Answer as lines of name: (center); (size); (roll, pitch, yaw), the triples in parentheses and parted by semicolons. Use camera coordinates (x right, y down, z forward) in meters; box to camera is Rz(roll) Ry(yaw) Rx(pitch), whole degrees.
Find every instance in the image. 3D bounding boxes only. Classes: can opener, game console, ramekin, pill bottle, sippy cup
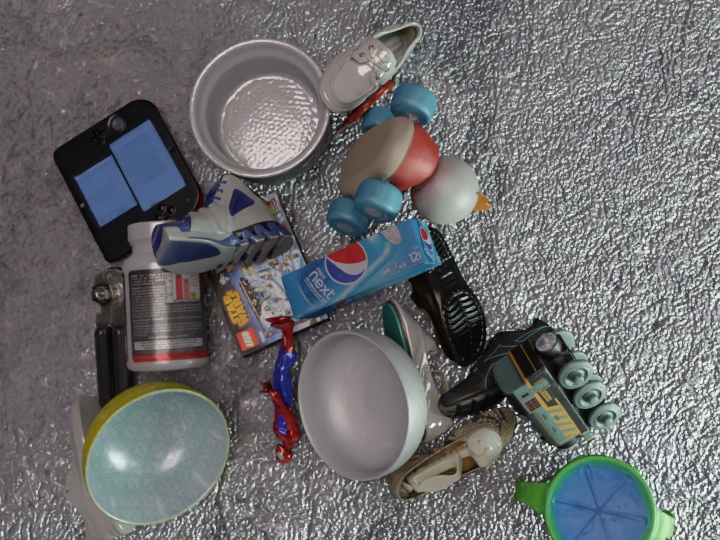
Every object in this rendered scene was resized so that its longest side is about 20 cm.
can opener: (-0.346, 0.095, 1.287); (0.053, 0.067, 0.201); (-1, 94, 10)
game console: (-0.342, -0.136, 1.329); (0.176, 0.031, 0.201); (-30, 79, 0)
ramekin: (-0.136, -0.219, 1.287); (0.199, 0.098, 0.202); (-1, 82, 5)
pill bottle: (-0.269, 0.035, 1.242); (0.115, 0.116, 0.201); (-3, 88, 5)
sippy cup: (0.296, 0.301, 1.148); (0.140, 0.130, 0.178); (-42, 79, -1)

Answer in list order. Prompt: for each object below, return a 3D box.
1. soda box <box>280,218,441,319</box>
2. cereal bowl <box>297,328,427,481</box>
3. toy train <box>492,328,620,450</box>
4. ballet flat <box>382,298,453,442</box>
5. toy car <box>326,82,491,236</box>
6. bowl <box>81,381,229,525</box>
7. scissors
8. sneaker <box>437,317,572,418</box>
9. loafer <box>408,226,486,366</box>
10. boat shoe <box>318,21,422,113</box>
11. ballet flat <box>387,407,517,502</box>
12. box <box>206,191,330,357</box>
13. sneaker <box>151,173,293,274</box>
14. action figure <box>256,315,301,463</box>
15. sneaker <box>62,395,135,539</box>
soda box: (0.000, 0.000, 1.187); (0.199, 0.068, 0.064); (-24, 80, 20)
cereal bowl: (0.012, 0.172, 1.194); (0.199, 0.083, 0.201); (6, 100, 41)
toy train: (0.254, 0.158, 1.158); (0.114, 0.200, 0.085); (-33, 39, 10)
ballet flat: (0.081, 0.133, 1.235); (0.069, 0.069, 0.201); (-14, 84, 3)
toy car: (0.086, -0.118, 1.244); (0.199, 0.177, 0.185); (27, 69, -19)
bowl: (-0.289, 0.230, 1.216); (0.200, 0.200, 0.108); (-54, 38, -4)
scissors: (-0.022, -0.204, 1.270); (0.014, 0.073, 0.200); (47, 72, -14)
sneaker: (0.187, 0.134, 1.218); (0.199, 0.075, 0.079); (-24, 67, -12)
loafer: (0.111, 0.037, 1.244); (0.073, 0.071, 0.201); (-22, 92, -31)
boat shoe: (0.017, -0.293, 1.253); (0.071, 0.069, 0.200); (50, 56, -16)
ballet flat: (0.129, 0.254, 1.198); (0.199, 0.075, 0.068); (-28, 103, 0)
box: (-0.143, 0.006, 1.282); (0.136, 0.040, 0.201); (-23, 80, 1)
sneaker: (-0.197, -0.067, 1.215); (0.199, 0.081, 0.116); (-6, 60, -39)
action figure: (-0.108, 0.166, 1.228); (0.051, 0.065, 0.201); (-7, 98, -19)
sneaker: (-0.382, 0.279, 1.253); (0.088, 0.075, 0.201); (-23, 77, 21)
